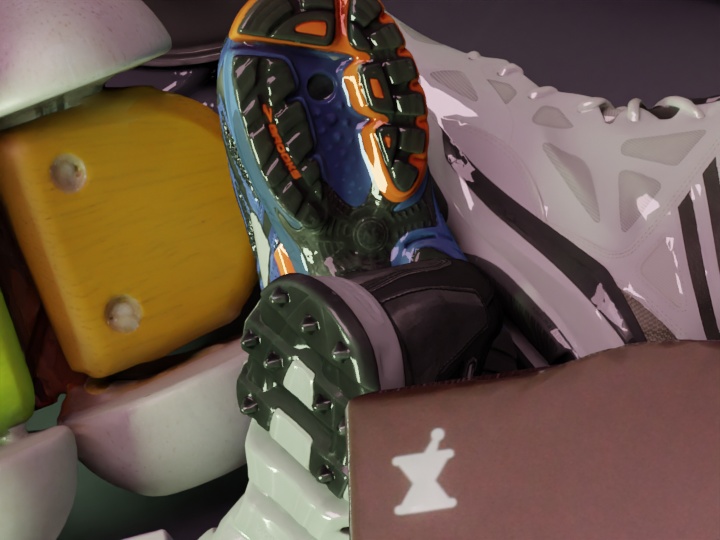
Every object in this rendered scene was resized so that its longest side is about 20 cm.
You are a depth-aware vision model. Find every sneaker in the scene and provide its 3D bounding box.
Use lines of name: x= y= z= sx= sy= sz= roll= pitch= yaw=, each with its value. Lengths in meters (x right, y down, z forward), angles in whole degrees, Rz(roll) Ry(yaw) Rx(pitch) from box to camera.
sneaker: x=0.070 y=-0.039 z=0.914 sx=0.115 sy=0.076 sz=0.201 roll=-31 pitch=59 yaw=-14
sneaker: x=-0.002 y=0.074 z=0.804 sx=0.090 sy=0.200 sz=0.066 roll=-21 pitch=50 yaw=-39
sneaker: x=0.000 y=0.000 z=0.870 sx=0.075 sy=0.078 sz=0.201 roll=-13 pitch=101 yaw=-12

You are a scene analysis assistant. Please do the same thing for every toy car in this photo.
toy car: x=-0.134 y=0.006 z=0.899 sx=0.200 sy=0.176 sz=0.150 roll=-24 pitch=7 yaw=-34

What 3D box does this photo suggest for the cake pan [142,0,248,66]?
cake pan: x=-0.063 y=-0.174 z=1.037 sx=0.200 sy=0.037 sz=0.201 roll=-8 pitch=61 yaw=14

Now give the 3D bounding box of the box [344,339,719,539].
box: x=0.102 y=0.134 z=0.726 sx=0.165 sy=0.200 sz=0.165 roll=-9 pitch=61 yaw=15

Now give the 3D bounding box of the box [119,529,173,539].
box: x=-0.148 y=0.133 z=0.880 sx=0.199 sy=0.039 sz=0.042 roll=-16 pitch=56 yaw=8
